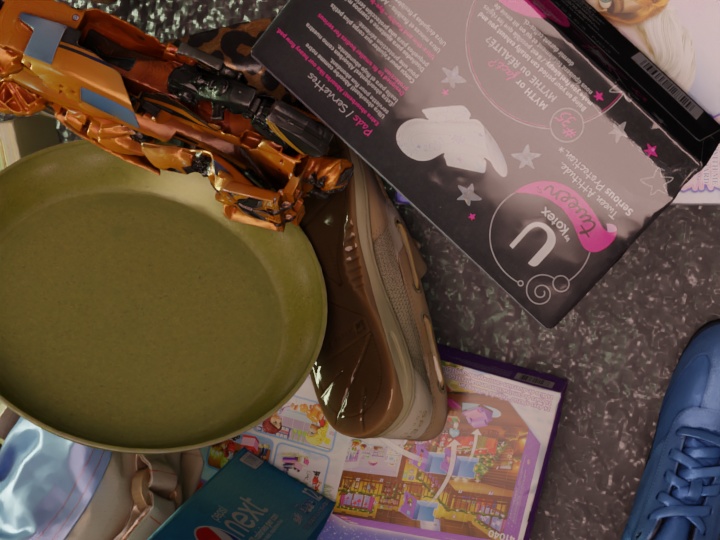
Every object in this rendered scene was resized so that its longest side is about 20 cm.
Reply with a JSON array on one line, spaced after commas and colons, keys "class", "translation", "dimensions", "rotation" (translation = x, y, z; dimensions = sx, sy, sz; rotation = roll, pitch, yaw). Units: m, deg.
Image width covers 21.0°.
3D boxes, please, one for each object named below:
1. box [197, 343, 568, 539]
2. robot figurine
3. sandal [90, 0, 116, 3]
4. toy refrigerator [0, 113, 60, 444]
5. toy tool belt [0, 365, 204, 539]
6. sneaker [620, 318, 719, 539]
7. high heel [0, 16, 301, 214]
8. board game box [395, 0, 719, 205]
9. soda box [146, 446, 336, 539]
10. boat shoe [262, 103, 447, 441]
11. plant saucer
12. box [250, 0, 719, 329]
[{"class": "box", "translation": [0.005, 0.103, 1.098], "dimensions": [0.199, 0.039, 0.138], "rotation": [16, 101, 10]}, {"class": "robot figurine", "translation": [-0.099, -0.078, 0.990], "dimensions": [0.199, 0.145, 0.058], "rotation": [25, 80, 6]}, {"class": "sandal", "translation": [-0.207, -0.220, 1.079], "dimensions": [0.070, 0.078, 0.212], "rotation": [-43, 77, 34]}, {"class": "toy refrigerator", "translation": [-0.201, 0.016, 1.117], "dimensions": [0.076, 0.070, 0.201], "rotation": [-9, 97, 14]}, {"class": "toy tool belt", "translation": [-0.152, 0.097, 1.027], "dimensions": [0.123, 0.125, 0.201], "rotation": [30, 86, -29]}, {"class": "sneaker", "translation": [0.179, 0.126, 1.043], "dimensions": [0.066, 0.078, 0.201], "rotation": [18, 101, 12]}, {"class": "high heel", "translation": [-0.125, -0.137, 1.081], "dimensions": [0.200, 0.071, 0.143], "rotation": [41, 100, 0]}, {"class": "board game box", "translation": [0.116, -0.135, 1.035], "dimensions": [0.198, 0.041, 0.201], "rotation": [0, 98, 13]}, {"class": "soda box", "translation": [-0.075, 0.158, 1.001], "dimensions": [0.064, 0.200, 0.068], "rotation": [30, 105, 7]}, {"class": "boat shoe", "translation": [0.000, 0.000, 1.056], "dimensions": [0.072, 0.065, 0.201], "rotation": [-34, 59, 33]}, {"class": "plant saucer", "translation": [-0.117, 0.016, 1.006], "dimensions": [0.199, 0.200, 0.031], "rotation": [29, 142, 7]}, {"class": "box", "translation": [0.066, -0.088, 0.964], "dimensions": [0.200, 0.132, 0.115], "rotation": [44, 109, 3]}]
